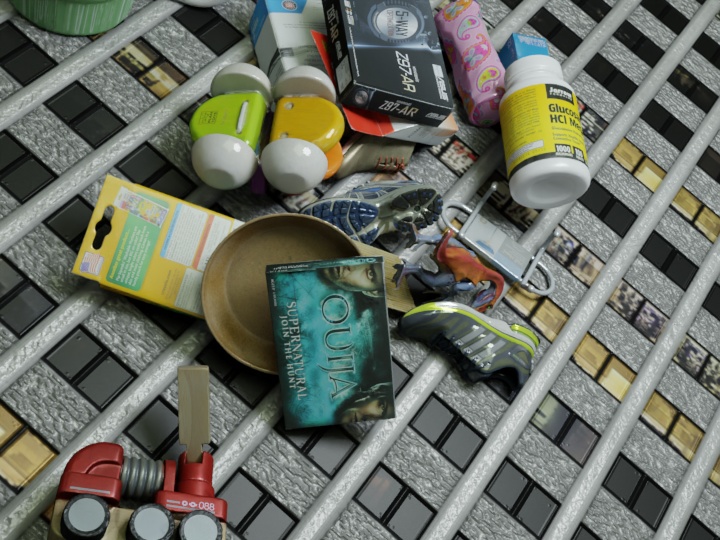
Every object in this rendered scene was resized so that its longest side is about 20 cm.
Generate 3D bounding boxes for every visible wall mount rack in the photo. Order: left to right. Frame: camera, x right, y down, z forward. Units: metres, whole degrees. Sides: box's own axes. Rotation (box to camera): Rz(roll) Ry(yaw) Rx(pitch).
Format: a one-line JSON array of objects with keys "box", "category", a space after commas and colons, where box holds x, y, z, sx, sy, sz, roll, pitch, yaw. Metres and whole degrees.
[{"box": [0.196, -0.036, 1.348, 0.199, 0.075, 0.174, 37, 42, 1], "category": "wall mount rack"}]

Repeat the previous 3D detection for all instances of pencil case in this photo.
[{"box": [0.179, -0.325, 1.514, 0.087, 0.088, 0.201, -4, 63, -24], "category": "pencil case"}]

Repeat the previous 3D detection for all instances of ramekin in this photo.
[{"box": [-0.391, -0.416, 1.319, 0.198, 0.098, 0.202, 10, 59, -17], "category": "ramekin"}]

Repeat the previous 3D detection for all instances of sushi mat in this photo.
[{"box": [0.000, 0.000, 1.238, 0.199, 0.012, 0.096, 19, 48, -48], "category": "sushi mat"}]

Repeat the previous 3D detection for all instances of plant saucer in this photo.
[{"box": [-0.083, 0.024, 1.124, 0.199, 0.201, 0.035, 20, 20, -11], "category": "plant saucer"}]

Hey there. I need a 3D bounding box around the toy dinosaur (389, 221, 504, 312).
[{"box": [0.130, 0.010, 1.265, 0.180, 0.200, 0.106, 15, 89, -24], "category": "toy dinosaur"}]

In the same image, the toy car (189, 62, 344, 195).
[{"box": [-0.117, -0.162, 1.253, 0.198, 0.150, 0.176, 4, 57, 6], "category": "toy car"}]

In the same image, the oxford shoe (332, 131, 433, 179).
[{"box": [0.034, -0.170, 1.373, 0.200, 0.070, 0.075, -35, 81, -34], "category": "oxford shoe"}]

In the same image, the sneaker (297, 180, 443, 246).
[{"box": [0.007, -0.080, 1.314, 0.198, 0.078, 0.085, -9, 26, -9], "category": "sneaker"}]

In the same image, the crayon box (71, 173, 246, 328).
[{"box": [-0.227, -0.020, 1.164, 0.198, 0.052, 0.127, 20, 79, -12], "category": "crayon box"}]

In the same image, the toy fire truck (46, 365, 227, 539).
[{"box": [-0.224, 0.209, 1.029, 0.175, 0.129, 0.201, 12, 46, -15], "category": "toy fire truck"}]

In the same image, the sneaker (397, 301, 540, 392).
[{"box": [0.141, 0.098, 1.265, 0.198, 0.074, 0.082, 16, 60, -12], "category": "sneaker"}]

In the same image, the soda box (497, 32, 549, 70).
[{"box": [0.266, -0.271, 1.527, 0.064, 0.068, 0.202, 6, 60, -20], "category": "soda box"}]

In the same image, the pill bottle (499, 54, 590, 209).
[{"box": [0.256, -0.199, 1.379, 0.111, 0.113, 0.202, 6, 62, -19], "category": "pill bottle"}]

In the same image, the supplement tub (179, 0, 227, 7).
[{"box": [-0.221, -0.496, 1.416, 0.131, 0.132, 0.201, 16, 57, -13], "category": "supplement tub"}]

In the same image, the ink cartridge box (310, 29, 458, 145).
[{"box": [0.036, -0.260, 1.334, 0.199, 0.050, 0.163, 2, 61, -53], "category": "ink cartridge box"}]

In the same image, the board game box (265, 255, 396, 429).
[{"box": [-0.031, 0.084, 1.117, 0.134, 0.202, 0.028, -6, 22, 0], "category": "board game box"}]

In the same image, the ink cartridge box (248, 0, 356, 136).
[{"box": [-0.064, -0.296, 1.393, 0.144, 0.084, 0.201, -3, 63, -27], "category": "ink cartridge box"}]

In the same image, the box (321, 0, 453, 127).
[{"box": [0.034, -0.299, 1.311, 0.159, 0.044, 0.202, 9, 58, -30], "category": "box"}]
